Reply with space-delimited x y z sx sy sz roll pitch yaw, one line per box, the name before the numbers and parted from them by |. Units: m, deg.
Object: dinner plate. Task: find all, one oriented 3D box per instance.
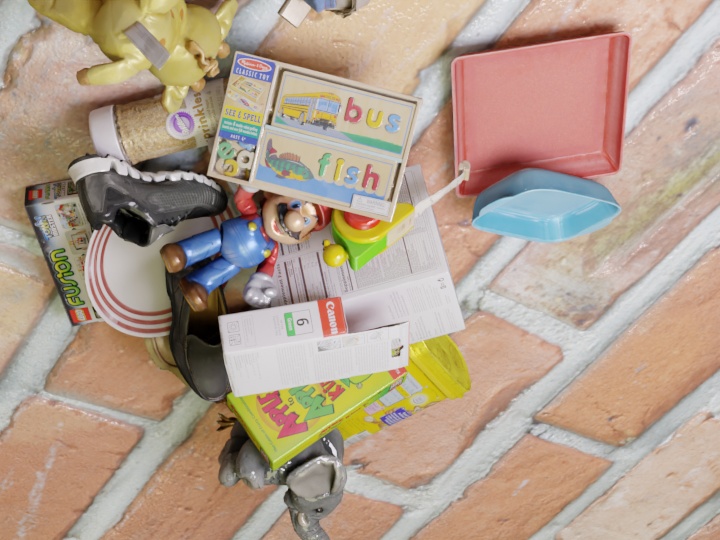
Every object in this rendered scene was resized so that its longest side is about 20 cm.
dinner plate | -0.229 -0.018 1.475 0.200 0.024 0.201 -18 123 -30

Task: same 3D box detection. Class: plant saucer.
plant saucer | 0.200 -0.181 1.440 0.199 0.037 0.200 -9 134 -2

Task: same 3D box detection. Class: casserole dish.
casserole dish | 0.217 -0.078 1.500 0.200 0.039 0.121 9 153 -40

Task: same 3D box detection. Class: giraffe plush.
giraffe plush | -0.196 -0.245 1.236 0.172 0.200 0.162 -31 160 14

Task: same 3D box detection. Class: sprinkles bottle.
sprinkles bottle | -0.185 -0.162 1.362 0.200 0.068 0.068 -14 134 2

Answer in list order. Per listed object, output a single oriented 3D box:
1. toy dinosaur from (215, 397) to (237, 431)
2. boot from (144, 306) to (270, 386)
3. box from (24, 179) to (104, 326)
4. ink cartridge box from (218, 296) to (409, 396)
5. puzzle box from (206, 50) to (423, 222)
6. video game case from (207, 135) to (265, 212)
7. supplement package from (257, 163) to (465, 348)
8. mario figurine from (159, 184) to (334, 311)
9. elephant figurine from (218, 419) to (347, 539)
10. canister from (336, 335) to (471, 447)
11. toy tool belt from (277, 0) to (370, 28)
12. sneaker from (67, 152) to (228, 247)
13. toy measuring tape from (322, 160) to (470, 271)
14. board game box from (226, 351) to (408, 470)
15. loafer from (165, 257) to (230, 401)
toy dinosaur | -0.136 0.189 1.703 0.106 0.061 0.200 -2 159 22
boot | -0.152 0.072 1.585 0.200 0.066 0.175 -18 157 8
box | -0.312 -0.022 1.495 0.110 0.035 0.200 -9 134 -2
ink cartridge box | -0.049 0.078 1.387 0.200 0.050 0.109 -10 150 -4
puzzle box | -0.046 -0.137 1.309 0.200 0.025 0.133 14 96 1
video game case | -0.057 -0.116 1.415 0.182 0.023 0.200 -15 155 4
supplement package | 0.000 0.000 1.474 0.200 0.151 0.152 -16 150 4
mario figurine | -0.112 -0.038 1.363 0.200 0.106 0.124 -32 148 -4
elephant figurine | -0.071 0.255 1.637 0.200 0.142 0.155 32 142 -17
canister | 0.023 0.143 1.683 0.200 0.087 0.149 -28 131 18
toy tool belt | -0.049 -0.327 1.194 0.123 0.125 0.200 -24 133 1
sneaker | -0.222 -0.064 1.368 0.066 0.091 0.200 -27 156 36
toy measuring tape | 0.030 -0.072 1.384 0.200 0.074 0.074 -39 139 -21
board game box | -0.052 0.144 1.561 0.200 0.102 0.048 -33 166 -15
loafer | -0.183 0.074 1.485 0.073 0.072 0.200 -20 121 -18
